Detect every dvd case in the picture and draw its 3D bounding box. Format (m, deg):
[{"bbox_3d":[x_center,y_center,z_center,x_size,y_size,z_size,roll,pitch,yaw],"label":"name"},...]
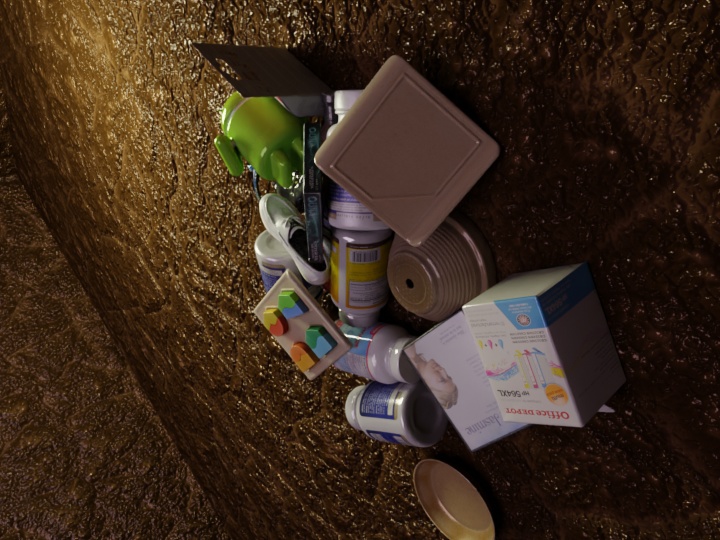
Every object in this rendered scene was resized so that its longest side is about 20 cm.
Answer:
[{"bbox_3d":[0.167,0.173,0.892,0.143,0.018,0.201,-41,80,37],"label":"dvd case"}]

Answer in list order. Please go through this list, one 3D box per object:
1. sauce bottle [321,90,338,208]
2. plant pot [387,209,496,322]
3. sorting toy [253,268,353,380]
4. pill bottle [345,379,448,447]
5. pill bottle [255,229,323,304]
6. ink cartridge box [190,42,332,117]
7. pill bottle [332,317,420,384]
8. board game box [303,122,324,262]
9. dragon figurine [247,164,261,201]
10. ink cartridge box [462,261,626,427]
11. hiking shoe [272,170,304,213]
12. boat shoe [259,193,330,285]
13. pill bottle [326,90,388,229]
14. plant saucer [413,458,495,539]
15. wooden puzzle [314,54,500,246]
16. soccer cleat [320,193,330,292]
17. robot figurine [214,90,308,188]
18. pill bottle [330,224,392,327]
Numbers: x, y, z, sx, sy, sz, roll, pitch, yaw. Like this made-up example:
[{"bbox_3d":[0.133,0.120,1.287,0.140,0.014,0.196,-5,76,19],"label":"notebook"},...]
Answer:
[{"bbox_3d":[-0.039,-0.205,0.991,0.064,0.064,0.201,25,130,40],"label":"sauce bottle"},{"bbox_3d":[0.108,0.004,0.914,0.200,0.092,0.202,28,130,39],"label":"plant pot"},{"bbox_3d":[-0.119,0.113,1.098,0.185,0.036,0.200,49,141,3],"label":"sorting toy"},{"bbox_3d":[0.062,0.268,1.103,0.199,0.119,0.121,-13,101,53],"label":"pill bottle"},{"bbox_3d":[-0.139,0.017,1.179,0.119,0.119,0.201,30,142,37],"label":"pill bottle"},{"bbox_3d":[-0.162,-0.317,0.961,0.161,0.199,0.050,47,132,23],"label":"ink cartridge box"},{"bbox_3d":[0.031,0.151,1.081,0.199,0.108,0.110,5,115,49],"label":"pill bottle"},{"bbox_3d":[-0.075,-0.120,0.938,0.200,0.028,0.136,94,174,-61],"label":"board game box"},{"bbox_3d":[-0.192,-0.235,1.109,0.099,0.058,0.202,108,172,-77],"label":"dragon figurine"},{"bbox_3d":[0.251,0.110,0.772,0.128,0.125,0.201,-14,99,53],"label":"ink cartridge box"},{"bbox_3d":[-0.124,-0.177,1.102,0.101,0.076,0.200,57,144,4],"label":"hiking shoe"},{"bbox_3d":[-0.119,-0.065,1.045,0.201,0.072,0.069,61,161,12],"label":"boat shoe"},{"bbox_3d":[0.007,-0.172,0.886,0.119,0.119,0.202,15,112,45],"label":"pill bottle"},{"bbox_3d":[0.189,0.451,1.126,0.199,0.035,0.202,28,130,38],"label":"plant saucer"},{"bbox_3d":[0.063,-0.163,0.802,0.200,0.037,0.185,40,103,-3],"label":"wooden puzzle"},{"bbox_3d":[-0.044,-0.049,1.105,0.076,0.067,0.202,2,110,16],"label":"soccer cleat"},{"bbox_3d":[-0.164,-0.240,1.004,0.200,0.175,0.116,48,161,19],"label":"robot figurine"},{"bbox_3d":[0.000,0.000,1.028,0.109,0.109,0.201,30,132,37],"label":"pill bottle"}]
